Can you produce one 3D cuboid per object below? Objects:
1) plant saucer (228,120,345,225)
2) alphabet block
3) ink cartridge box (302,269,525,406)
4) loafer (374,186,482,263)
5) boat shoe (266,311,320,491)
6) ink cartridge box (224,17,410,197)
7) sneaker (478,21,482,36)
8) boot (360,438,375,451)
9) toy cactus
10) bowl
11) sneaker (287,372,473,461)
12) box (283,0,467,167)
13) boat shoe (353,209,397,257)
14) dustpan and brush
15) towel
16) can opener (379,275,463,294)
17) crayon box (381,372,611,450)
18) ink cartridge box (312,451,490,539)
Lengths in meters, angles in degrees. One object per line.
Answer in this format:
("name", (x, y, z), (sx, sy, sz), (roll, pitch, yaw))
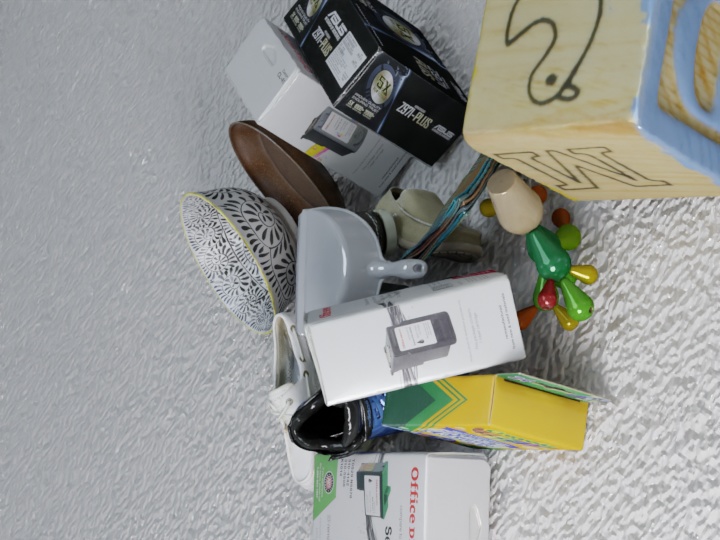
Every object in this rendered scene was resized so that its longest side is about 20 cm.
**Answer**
("plant saucer", (-0.080, -0.111, 1.973), (0.037, 0.201, 0.200), (-43, 30, -16))
("alphabet block", (0.238, -0.181, 1.487), (0.198, 0.195, 0.198), (0, 73, 44))
("ink cartridge box", (0.049, 0.062, 1.583), (0.145, 0.197, 0.085), (-112, 8, -87))
("loafer", (0.069, -0.054, 1.805), (0.199, 0.075, 0.069), (18, 95, 57))
("boat shoe", (-0.074, 0.143, 1.806), (0.070, 0.069, 0.203), (-27, 60, 44))
("ink cartridge box", (-0.047, -0.191, 1.916), (0.086, 0.199, 0.148), (-51, 37, 14))
("sneaker", (0.196, -0.252, 1.723), (0.200, 0.070, 0.100), (-35, 50, 50))
("boot", (-0.013, 0.122, 1.849), (0.155, 0.071, 0.201), (-53, 39, 30))
("toy cactus", (0.161, -0.034, 1.587), (0.101, 0.165, 0.201), (-25, 44, 14))
("bowl", (-0.131, -0.030, 2.035), (0.094, 0.203, 0.200), (-32, 26, -22))
("sneaker", (0.020, 0.143, 1.687), (0.197, 0.111, 0.078), (-13, 92, 9))
("box", (0.021, -0.235, 1.870), (0.086, 0.163, 0.201), (-47, 39, 17))
("boat shoe", (-0.028, -0.029, 1.847), (0.201, 0.060, 0.073), (-22, 79, 63))
("dustpan and brush", (0.000, 0.000, 1.703), (0.199, 0.057, 0.142), (-4, 84, 63))
("towel", (0.118, -0.096, 1.682), (0.201, 0.022, 0.147), (-55, 3, -35))
("can opener", (0.043, 0.036, 1.766), (0.198, 0.066, 0.053), (3, 116, 25))
("crayon box", (0.129, 0.139, 1.583), (0.199, 0.125, 0.052), (-9, 68, 53))
("ink cartridge box", (0.039, 0.260, 1.681), (0.199, 0.084, 0.148), (-10, 76, 53))
